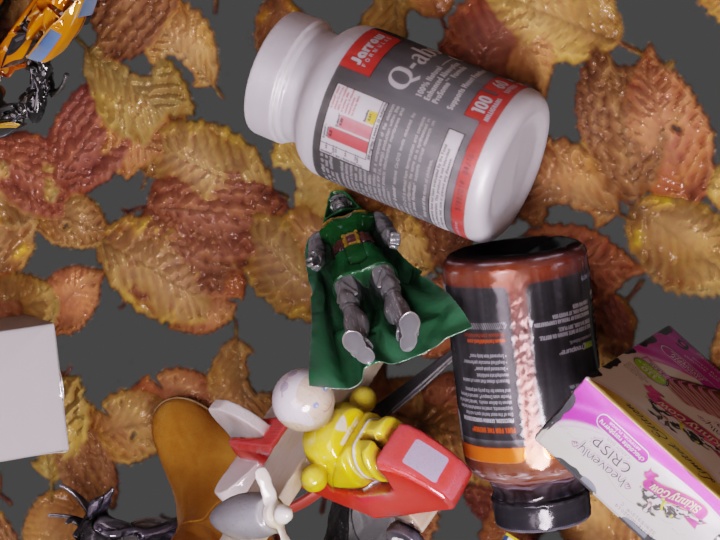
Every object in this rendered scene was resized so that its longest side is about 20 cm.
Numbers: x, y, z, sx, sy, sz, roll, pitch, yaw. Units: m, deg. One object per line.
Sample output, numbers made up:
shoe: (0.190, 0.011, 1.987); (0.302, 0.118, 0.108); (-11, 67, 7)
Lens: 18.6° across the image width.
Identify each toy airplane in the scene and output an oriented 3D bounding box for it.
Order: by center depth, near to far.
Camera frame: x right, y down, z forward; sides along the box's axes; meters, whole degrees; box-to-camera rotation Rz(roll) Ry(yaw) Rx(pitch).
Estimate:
toy airplane: (-0.034, 0.118, 1.583); (0.198, 0.200, 0.141); (-22, 134, 5)

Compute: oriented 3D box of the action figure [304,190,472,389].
action figure: (0.000, 0.000, 1.574); (0.118, 0.200, 0.055); (-16, 122, -2)

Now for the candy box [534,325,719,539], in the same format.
candy box: (0.213, 0.117, 1.478); (0.136, 0.200, 0.061); (42, 113, 12)

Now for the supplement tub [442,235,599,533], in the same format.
supplement tub: (0.119, 0.081, 1.564); (0.106, 0.107, 0.201); (-3, 99, 24)

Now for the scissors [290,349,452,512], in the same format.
scissors: (0.003, 0.123, 1.658); (0.199, 0.014, 0.073); (-27, 48, 23)

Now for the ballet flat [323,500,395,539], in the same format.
ballet flat: (-0.006, 0.234, 1.688); (0.066, 0.057, 0.201); (14, 112, -7)

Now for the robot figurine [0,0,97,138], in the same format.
robot figurine: (-0.281, -0.200, 1.722); (0.145, 0.058, 0.200); (44, 112, 12)

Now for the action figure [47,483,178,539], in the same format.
action figure: (-0.173, 0.251, 1.731); (0.200, 0.102, 0.119); (55, 126, 35)

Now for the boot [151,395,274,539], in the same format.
boot: (-0.119, 0.191, 1.669); (0.071, 0.144, 0.202); (-39, 82, 23)

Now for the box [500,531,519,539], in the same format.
box: (0.172, 0.268, 1.567); (0.199, 0.064, 0.070); (29, 77, 8)

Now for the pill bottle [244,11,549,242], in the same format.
pill bottle: (0.024, -0.107, 1.571); (0.199, 0.116, 0.116); (23, 107, 18)

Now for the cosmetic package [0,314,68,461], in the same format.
cosmetic package: (-0.338, 0.102, 1.720); (0.085, 0.199, 0.108); (9, 105, 63)
